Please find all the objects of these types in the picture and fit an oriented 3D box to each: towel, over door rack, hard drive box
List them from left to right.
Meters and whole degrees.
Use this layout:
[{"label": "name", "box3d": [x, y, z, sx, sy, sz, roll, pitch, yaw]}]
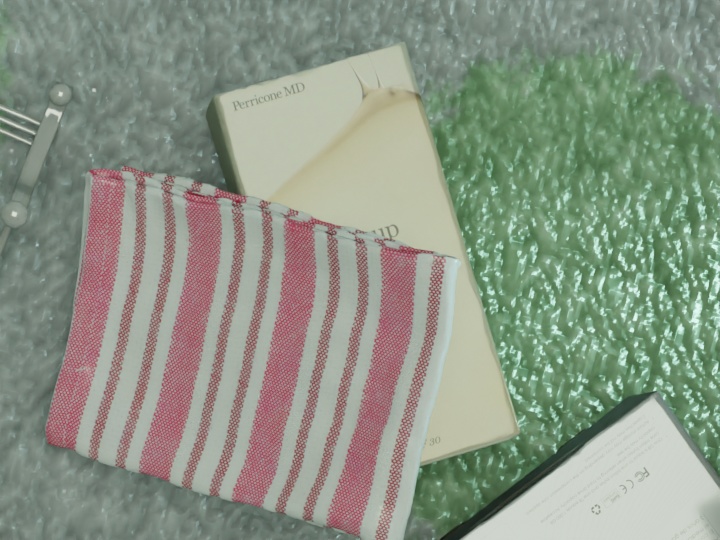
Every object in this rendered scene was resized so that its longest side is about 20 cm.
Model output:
[{"label": "over door rack", "box3d": [-0.240, -0.024, 1.460, 0.147, 0.067, 0.201, 22, 84, -3]}, {"label": "towel", "box3d": [-0.055, 0.041, 1.434, 0.199, 0.030, 0.147, 15, 103, 24]}, {"label": "hard drive box", "box3d": [0.137, 0.185, 1.478, 0.156, 0.077, 0.200, -36, 89, -7]}]

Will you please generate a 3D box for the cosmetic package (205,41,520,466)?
[{"label": "cosmetic package", "box3d": [0.000, 0.000, 1.480, 0.103, 0.073, 0.201, -17, 89, -6]}]
